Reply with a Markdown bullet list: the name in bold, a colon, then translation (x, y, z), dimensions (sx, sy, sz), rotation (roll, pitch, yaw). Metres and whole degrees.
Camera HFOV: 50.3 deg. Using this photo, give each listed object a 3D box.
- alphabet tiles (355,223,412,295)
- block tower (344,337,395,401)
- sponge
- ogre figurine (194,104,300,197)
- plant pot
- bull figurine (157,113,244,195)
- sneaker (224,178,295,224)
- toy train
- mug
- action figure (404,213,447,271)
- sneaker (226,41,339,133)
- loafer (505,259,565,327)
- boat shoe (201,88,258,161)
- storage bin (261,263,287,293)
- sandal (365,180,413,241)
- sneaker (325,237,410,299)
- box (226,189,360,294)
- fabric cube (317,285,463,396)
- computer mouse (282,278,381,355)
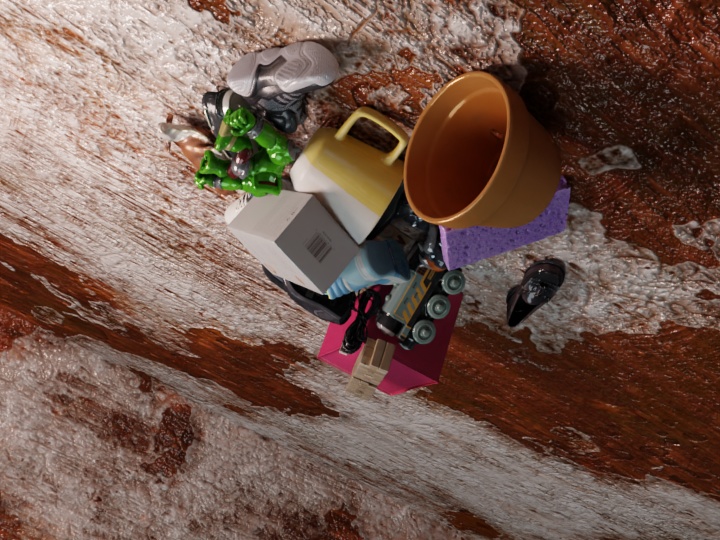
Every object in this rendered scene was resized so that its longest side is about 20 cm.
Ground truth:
- **alphabet tiles**: translation (-0.010, -0.030, 1.376), dimensions (0.166, 0.008, 0.199), rotation (31, 132, -30)
- **block tower**: translation (0.016, 0.187, 1.440), dimensions (0.053, 0.058, 0.201), rotation (21, 152, -1)
- **sponge**: translation (0.218, -0.069, 1.163), dimensions (0.197, 0.030, 0.112), rotation (-20, 147, -1)
- **ogre figurine**: translation (-0.174, -0.170, 1.184), dimensions (0.118, 0.099, 0.201), rotation (19, 128, -23)
- **plant pot**: translation (0.171, -0.141, 1.017), dimensions (0.139, 0.203, 0.199), rotation (17, 160, -33)
- **bull figurine**: translation (-0.262, -0.202, 1.334), dimensions (0.120, 0.066, 0.200), rotation (3, 150, 39)
- **sneaker**: translation (-0.194, -0.130, 1.419), dimensions (0.198, 0.073, 0.072), rotation (-14, 144, 44)
- **toy train**: translation (0.109, 0.044, 1.410), dimensions (0.113, 0.202, 0.085), rotation (30, -176, -16)
- **mug**: translation (-0.017, -0.160, 1.202), dimensions (0.152, 0.188, 0.149), rotation (33, -175, -7)
- **action figure**: translation (0.134, -0.066, 1.274), dimensions (0.197, 0.106, 0.194), rotation (21, 145, -8)
- **sneaker**: translation (-0.092, -0.259, 1.100), dimensions (0.198, 0.076, 0.114), rotation (7, 153, 38)
- **loafer**: translation (0.316, 0.048, 1.399), dimensions (0.071, 0.064, 0.200), rotation (21, 154, -1)
- **boat shoe**: translation (-0.200, -0.216, 1.265), dimensions (0.059, 0.076, 0.202), rotation (8, 139, 22)
- **storage bin**: translation (-0.073, -0.025, 1.486), dimensions (0.134, 0.147, 0.199), rotation (-33, 127, 26)
- **sandal**: translation (0.075, -0.107, 1.224), dimensions (0.048, 0.075, 0.201), rotation (46, 134, 6)
- **sneaker**: translation (0.000, 0.000, 1.302), dimensions (0.129, 0.081, 0.199), rotation (-21, 167, 23)
- **box**: translation (-0.112, -0.053, 1.237), dimensions (0.125, 0.098, 0.199), rotation (47, 165, -29)
- **fabric cube**: translation (0.059, 0.112, 1.554), dimensions (0.195, 0.202, 0.199), rotation (30, 152, -18)
- **computer mouse**: translation (-0.066, 0.051, 1.384), dimensions (0.199, 0.140, 0.053), rotation (37, 148, -16)
